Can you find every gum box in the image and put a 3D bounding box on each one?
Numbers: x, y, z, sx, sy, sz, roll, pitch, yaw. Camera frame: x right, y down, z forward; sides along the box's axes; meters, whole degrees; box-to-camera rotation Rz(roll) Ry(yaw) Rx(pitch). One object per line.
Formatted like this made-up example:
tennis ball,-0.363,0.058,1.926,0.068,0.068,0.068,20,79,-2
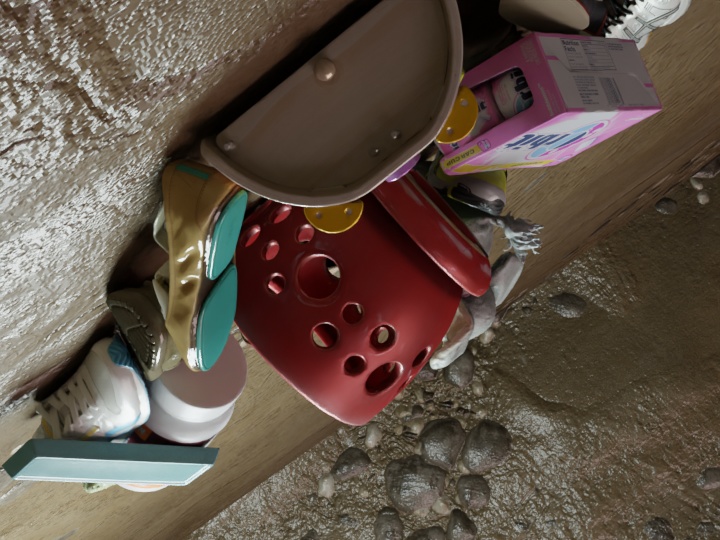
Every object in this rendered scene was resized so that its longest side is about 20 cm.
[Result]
gum box,0.145,-0.131,0.935,0.113,0.067,0.199,-27,171,35

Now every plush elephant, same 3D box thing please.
plush elephant,0.085,0.000,1.171,0.164,0.198,0.157,-30,134,-49

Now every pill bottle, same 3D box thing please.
pill bottle,-0.193,0.136,1.185,0.114,0.115,0.200,-26,165,-39

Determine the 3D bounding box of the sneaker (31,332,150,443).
sneaker,-0.252,0.129,1.088,0.080,0.077,0.200,-19,157,-33

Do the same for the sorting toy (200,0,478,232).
sorting toy,0.003,-0.118,0.846,0.199,0.107,0.180,-37,-172,9

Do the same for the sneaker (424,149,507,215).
sneaker,0.106,-0.110,1.105,0.200,0.075,0.077,-92,-155,-69

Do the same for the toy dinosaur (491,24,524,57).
toy dinosaur,0.120,-0.163,1.043,0.101,0.059,0.199,-41,168,33

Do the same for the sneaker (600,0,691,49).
sneaker,0.232,-0.229,1.059,0.087,0.076,0.200,-33,168,-13

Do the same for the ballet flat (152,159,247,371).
ballet flat,-0.122,-0.005,0.864,0.069,0.063,0.201,-53,165,-42

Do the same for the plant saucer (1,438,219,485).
plant saucer,-0.233,0.184,1.113,0.198,0.019,0.070,11,144,-38

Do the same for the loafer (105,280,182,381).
loafer,-0.169,0.043,0.998,0.067,0.076,0.200,-33,178,-15

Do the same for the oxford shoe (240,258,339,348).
oxford shoe,-0.057,0.006,1.235,0.199,0.071,0.075,-38,144,9

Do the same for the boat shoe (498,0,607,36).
boat shoe,0.157,-0.218,0.925,0.200,0.070,0.063,2,99,-69

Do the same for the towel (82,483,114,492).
towel,-0.262,0.216,1.513,0.200,0.037,0.148,-42,167,27

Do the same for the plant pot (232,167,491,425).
plant pot,0.000,0.000,0.999,0.182,0.201,0.200,-42,168,8
